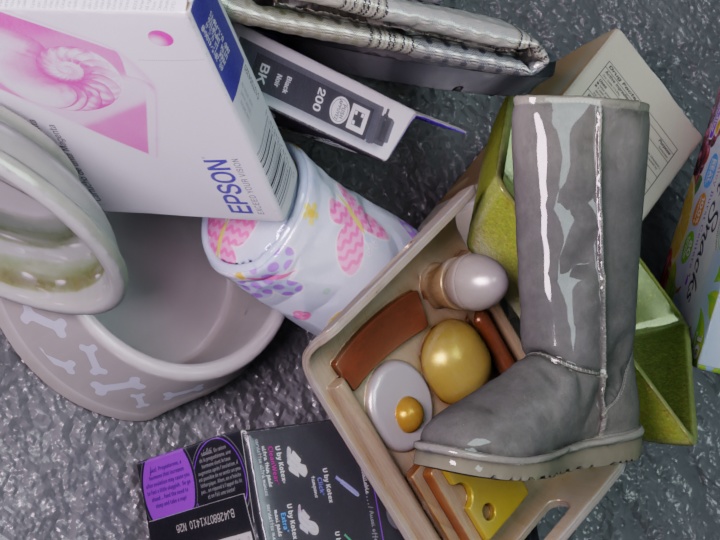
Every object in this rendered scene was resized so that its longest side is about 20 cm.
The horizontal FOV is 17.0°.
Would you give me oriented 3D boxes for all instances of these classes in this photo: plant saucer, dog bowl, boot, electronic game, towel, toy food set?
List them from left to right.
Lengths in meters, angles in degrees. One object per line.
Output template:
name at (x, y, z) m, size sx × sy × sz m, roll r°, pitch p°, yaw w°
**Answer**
plant saucer at (-0.204, -0.048, 1.265) m, size 0.200 × 0.200 × 0.050 m, roll 36°, pitch 67°, yaw -22°
dog bowl at (-0.123, -0.015, 1.411) m, size 0.199 × 0.059 × 0.201 m, roll 13°, pitch 67°, yaw -34°
towel at (-0.022, -0.150, 1.313) m, size 0.199 × 0.192 × 0.035 m, roll 8°, pitch 102°, yaw -23°
electronic game at (0.022, -0.142, 1.487) m, size 0.199 × 0.200 × 0.042 m, roll 2°, pitch 101°, yaw -37°
toy food set at (0.065, 0.073, 1.346) m, size 0.144 × 0.060 × 0.201 m, roll -45°, pitch 113°, yaw -35°
boot at (0.097, 0.006, 1.295) m, size 0.181 × 0.072 × 0.201 m, roll -7°, pitch 103°, yaw -50°
plant saucer at (0.128, 0.005, 1.463) m, size 0.200 × 0.048 × 0.200 m, roll 52°, pitch 17°, yaw -12°

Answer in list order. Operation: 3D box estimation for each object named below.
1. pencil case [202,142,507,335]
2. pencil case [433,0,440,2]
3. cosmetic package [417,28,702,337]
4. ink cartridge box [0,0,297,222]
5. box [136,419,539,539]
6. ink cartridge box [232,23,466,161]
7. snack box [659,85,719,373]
pencil case at (0.000, 0.000, 1.403) m, size 0.200 × 0.083 × 0.091 m, roll 31°, pitch 43°, yaw -41°
pencil case at (0.006, -0.210, 1.507) m, size 0.084 × 0.090 × 0.200 m, roll 70°, pitch 20°, yaw 5°
cosmetic package at (0.136, -0.059, 1.615) m, size 0.105 × 0.071 × 0.200 m, roll 51°, pitch 51°, yaw -12°
ink cartridge box at (-0.151, -0.093, 1.248) m, size 0.197 × 0.199 × 0.044 m, roll 65°, pitch 31°, yaw -58°
box at (-0.011, 0.142, 1.398) m, size 0.199 × 0.122 × 0.107 m, roll -5°, pitch 81°, yaw -38°
ink cartridge box at (-0.071, -0.114, 1.391) m, size 0.200 × 0.198 × 0.044 m, roll 21°, pitch 91°, yaw -45°
snack box at (0.255, -0.034, 1.599) m, size 0.053 × 0.142 × 0.201 m, roll 16°, pitch 93°, yaw -10°
